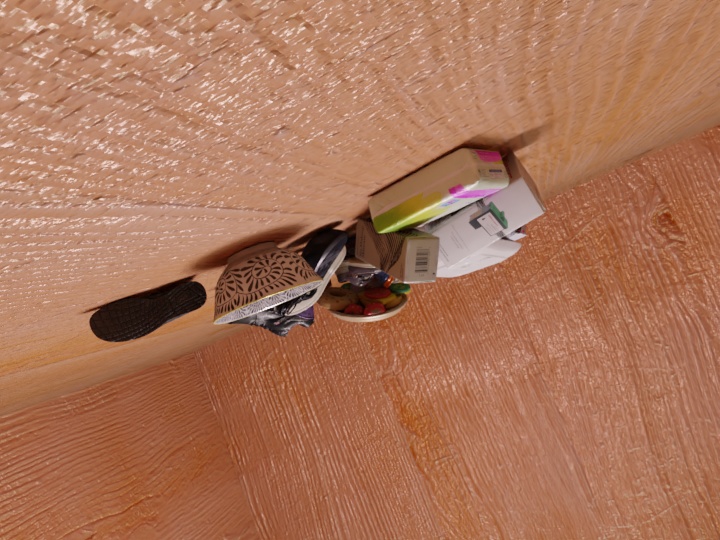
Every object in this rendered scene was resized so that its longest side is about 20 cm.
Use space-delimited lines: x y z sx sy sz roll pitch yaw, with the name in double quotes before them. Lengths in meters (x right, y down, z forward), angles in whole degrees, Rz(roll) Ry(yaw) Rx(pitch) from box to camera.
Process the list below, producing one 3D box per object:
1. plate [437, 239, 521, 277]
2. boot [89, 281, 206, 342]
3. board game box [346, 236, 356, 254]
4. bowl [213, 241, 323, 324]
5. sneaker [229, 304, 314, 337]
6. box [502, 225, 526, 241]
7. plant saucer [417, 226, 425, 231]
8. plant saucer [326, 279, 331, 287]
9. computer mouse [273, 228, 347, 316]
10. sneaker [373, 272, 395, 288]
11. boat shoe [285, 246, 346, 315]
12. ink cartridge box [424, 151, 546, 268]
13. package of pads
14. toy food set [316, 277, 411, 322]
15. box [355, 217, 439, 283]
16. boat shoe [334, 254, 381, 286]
"plate" 0.223 -0.022 1.251 0.198 0.033 0.198 -22 163 38
"boot" -0.372 0.078 1.025 0.198 0.071 0.131 -15 179 -28
"board game box" -0.076 -0.030 1.427 0.134 0.035 0.200 -21 176 -17
"bowl" -0.169 0.011 0.989 0.198 0.095 0.201 -21 175 -2
"sneaker" -0.197 0.110 1.293 0.197 0.089 0.076 -11 -178 -15
"box" 0.246 -0.106 1.275 0.130 0.117 0.199 11 160 -29
"plant saucer" 0.088 -0.057 1.227 0.197 0.037 0.201 7 160 2
"plant saucer" -0.166 0.040 1.377 0.197 0.033 0.200 -11 -179 0
"computer mouse" -0.096 -0.009 1.117 0.201 0.053 0.138 -55 168 29
"sneaker" 0.048 -0.044 1.370 0.076 0.078 0.201 -51 -160 23
"boat shoe" -0.102 0.012 1.241 0.201 0.073 0.062 -50 -169 7
"ink cartridge box" 0.221 -0.112 1.060 0.199 0.085 0.147 -33 -160 21
"package of pads" 0.130 -0.130 0.953 0.198 0.069 0.154 -24 175 33
"toy food set" 0.013 0.063 1.349 0.198 0.049 0.197 12 -155 43
"box" 0.062 -0.041 1.052 0.067 0.084 0.199 -3 -166 -26
"boat shoe" 0.000 0.000 1.237 0.071 0.066 0.199 -18 -171 -29
